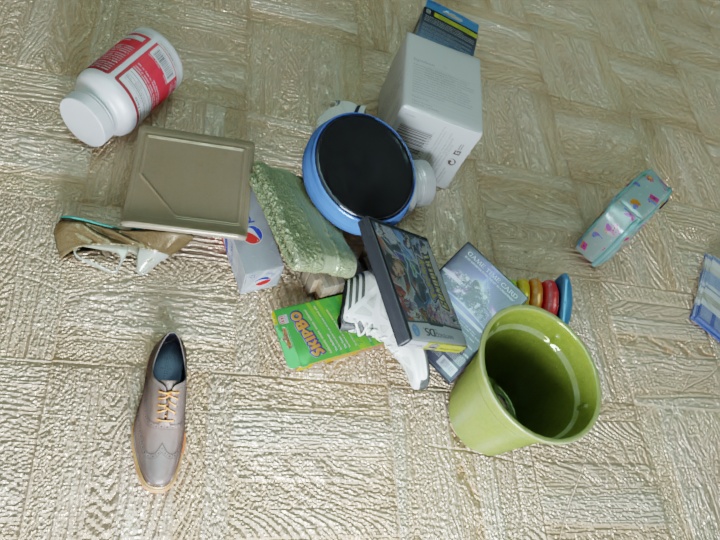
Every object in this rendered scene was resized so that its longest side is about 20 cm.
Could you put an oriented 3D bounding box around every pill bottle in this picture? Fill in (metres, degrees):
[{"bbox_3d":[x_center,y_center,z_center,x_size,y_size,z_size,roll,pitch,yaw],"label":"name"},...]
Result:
[{"bbox_3d":[-0.387,-0.296,1.055,0.110,0.113,0.202,32,53,-1],"label":"pill bottle"},{"bbox_3d":[0.033,-0.142,1.140,0.195,0.112,0.113,-12,65,-28],"label":"pill bottle"}]

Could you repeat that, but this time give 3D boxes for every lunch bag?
[{"bbox_3d":[0.526,-0.102,1.302,0.198,0.162,0.077,-36,72,-29],"label":"lunch bag"}]

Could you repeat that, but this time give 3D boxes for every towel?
[{"bbox_3d":[-0.088,-0.079,1.004,0.146,0.036,0.204,8,48,-48],"label":"towel"},{"bbox_3d":[0.775,0.072,1.383,0.145,0.024,0.202,36,55,-2],"label":"towel"}]

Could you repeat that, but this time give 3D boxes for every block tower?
[{"bbox_3d":[0.000,0.000,1.077,0.195,0.058,0.055,-15,66,-28],"label":"block tower"}]

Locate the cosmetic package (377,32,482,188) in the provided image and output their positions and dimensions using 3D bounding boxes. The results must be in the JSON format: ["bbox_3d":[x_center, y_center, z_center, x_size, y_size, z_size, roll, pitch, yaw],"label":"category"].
[{"bbox_3d":[0.128,-0.304,1.247,0.160,0.166,0.205,15,57,-13],"label":"cosmetic package"}]

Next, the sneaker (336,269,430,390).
[{"bbox_3d":[0.027,0.100,1.002,0.112,0.076,0.206,-18,75,-14],"label":"sneaker"}]

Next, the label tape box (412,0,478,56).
[{"bbox_3d":[0.183,-0.503,1.455,0.140,0.067,0.204,23,52,-9],"label":"label tape box"}]

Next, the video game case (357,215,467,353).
[{"bbox_3d":[0.083,0.025,1.003,0.178,0.025,0.205,14,52,-52],"label":"video game case"}]

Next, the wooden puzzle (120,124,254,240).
[{"bbox_3d":[-0.257,-0.132,0.990,0.179,0.038,0.205,7,55,-13],"label":"wooden puzzle"}]

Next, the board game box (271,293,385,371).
[{"bbox_3d":[-0.041,0.090,1.020,0.195,0.030,0.098,-10,68,-31],"label":"board game box"}]

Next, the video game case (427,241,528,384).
[{"bbox_3d":[0.164,0.066,1.079,0.199,0.019,0.143,-42,73,-17],"label":"video game case"}]

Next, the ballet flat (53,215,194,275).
[{"bbox_3d":[-0.345,-0.032,0.949,0.194,0.068,0.075,5,78,-20],"label":"ballet flat"}]

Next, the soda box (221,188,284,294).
[{"bbox_3d":[-0.187,-0.070,1.032,0.066,0.064,0.204,-13,66,-26],"label":"soda box"}]

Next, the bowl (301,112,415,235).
[{"bbox_3d":[0.003,-0.161,1.045,0.195,0.039,0.207,9,69,-23],"label":"bowl"}]

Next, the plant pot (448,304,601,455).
[{"bbox_3d":[0.226,0.186,0.978,0.194,0.185,0.206,10,57,-16],"label":"plant pot"}]

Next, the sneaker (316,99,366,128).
[{"bbox_3d":[-0.053,-0.241,1.199,0.078,0.078,0.203,20,49,5],"label":"sneaker"}]

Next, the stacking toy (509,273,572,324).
[{"bbox_3d":[0.259,0.055,1.137,0.193,0.110,0.120,12,69,-1],"label":"stacking toy"}]

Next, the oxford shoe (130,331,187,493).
[{"bbox_3d":[-0.259,0.179,0.845,0.069,0.073,0.206,4,59,-20],"label":"oxford shoe"}]
